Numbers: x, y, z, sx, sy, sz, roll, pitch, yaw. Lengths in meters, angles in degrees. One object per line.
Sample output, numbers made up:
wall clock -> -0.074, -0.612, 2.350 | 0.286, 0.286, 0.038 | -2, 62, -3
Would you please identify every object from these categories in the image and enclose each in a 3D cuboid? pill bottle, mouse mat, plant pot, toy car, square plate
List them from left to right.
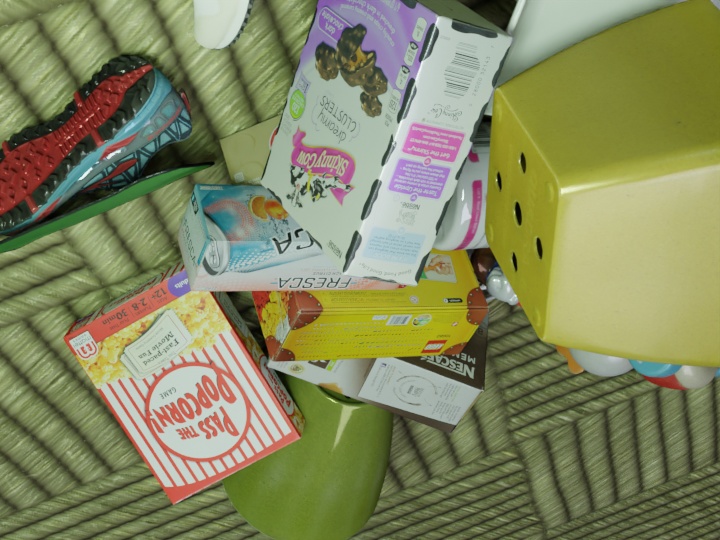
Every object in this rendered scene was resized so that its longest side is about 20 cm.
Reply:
mouse mat -> -0.221, -0.050, 1.101 | 0.198, 0.008, 0.161 | -23, -176, 6
plant pot -> -0.038, 0.157, 1.410 | 0.185, 0.189, 0.201 | -3, 142, -23
pill bottle -> 0.156, -0.082, 1.248 | 0.197, 0.114, 0.114 | -5, 143, -22
toy car -> 0.297, 0.048, 1.504 | 0.198, 0.180, 0.183 | -9, 172, 37
square plate -> 0.198, -0.197, 0.995 | 0.198, 0.029, 0.200 | 5, 121, -27
plant pot -> 0.192, -0.054, 0.957 | 0.174, 0.201, 0.202 | -8, 128, -11

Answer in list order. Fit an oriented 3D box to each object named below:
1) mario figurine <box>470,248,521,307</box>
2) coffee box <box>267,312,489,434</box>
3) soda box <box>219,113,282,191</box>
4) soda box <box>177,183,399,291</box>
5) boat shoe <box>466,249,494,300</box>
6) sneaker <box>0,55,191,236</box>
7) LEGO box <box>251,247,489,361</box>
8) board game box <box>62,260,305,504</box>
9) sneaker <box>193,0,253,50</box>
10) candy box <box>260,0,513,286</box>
mario figurine -> 0.197, -0.007, 1.287 | 0.106, 0.199, 0.125 | 32, 85, -42
coffee box -> 0.020, 0.066, 1.315 | 0.198, 0.115, 0.080 | 21, 134, -10
soda box -> -0.016, -0.108, 1.161 | 0.198, 0.068, 0.064 | -22, 145, 3
soda box -> -0.050, -0.027, 1.139 | 0.198, 0.064, 0.069 | -1, 142, -27
boat shoe -> 0.060, 0.041, 1.406 | 0.198, 0.070, 0.071 | -29, 147, 14
sneaker -> -0.217, -0.082, 1.085 | 0.199, 0.080, 0.095 | -33, 146, 18
LEGO box -> 0.000, 0.000, 1.247 | 0.198, 0.150, 0.077 | 0, 142, -27
board game box -> -0.167, 0.105, 1.294 | 0.150, 0.046, 0.201 | -28, 105, 12
sneaker -> -0.110, -0.245, 0.940 | 0.092, 0.071, 0.201 | 11, 140, -12
candy box -> 0.012, -0.117, 1.015 | 0.071, 0.168, 0.202 | 7, 113, -33
